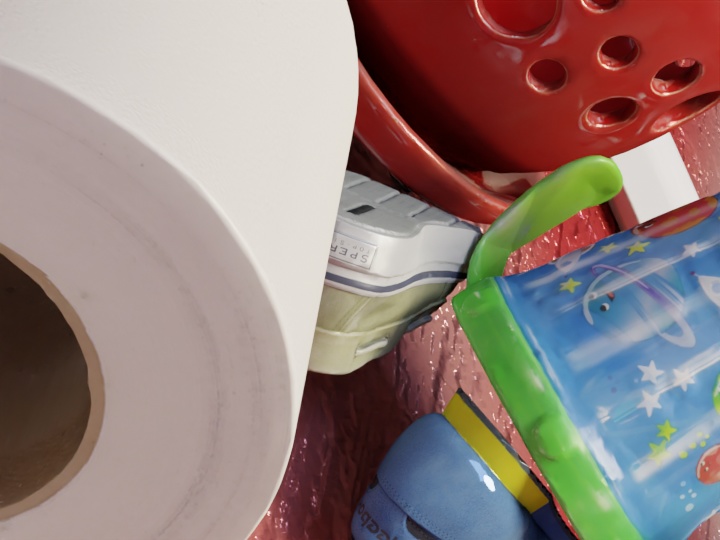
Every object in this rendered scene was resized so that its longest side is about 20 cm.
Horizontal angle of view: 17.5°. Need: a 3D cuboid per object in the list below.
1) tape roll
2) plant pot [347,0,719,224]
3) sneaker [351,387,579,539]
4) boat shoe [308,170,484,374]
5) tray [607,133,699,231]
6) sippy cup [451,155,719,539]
[{"bbox_3d":[-0.106,-0.019,0.619,0.203,0.202,0.140,49,30,-27],"label":"tape roll"},{"bbox_3d":[0.075,-0.137,1.048,0.200,0.182,0.201,42,26,-26],"label":"plant pot"},{"bbox_3d":[0.048,0.117,0.944,0.066,0.078,0.200,45,-3,32],"label":"sneaker"},{"bbox_3d":[0.000,0.000,0.950,0.072,0.062,0.200,24,9,12],"label":"boat shoe"},{"bbox_3d":[0.143,-0.086,1.319,0.107,0.022,0.201,-11,76,-62],"label":"tray"},{"bbox_3d":[0.123,0.037,0.924,0.179,0.130,0.140,60,4,-1],"label":"sippy cup"}]
